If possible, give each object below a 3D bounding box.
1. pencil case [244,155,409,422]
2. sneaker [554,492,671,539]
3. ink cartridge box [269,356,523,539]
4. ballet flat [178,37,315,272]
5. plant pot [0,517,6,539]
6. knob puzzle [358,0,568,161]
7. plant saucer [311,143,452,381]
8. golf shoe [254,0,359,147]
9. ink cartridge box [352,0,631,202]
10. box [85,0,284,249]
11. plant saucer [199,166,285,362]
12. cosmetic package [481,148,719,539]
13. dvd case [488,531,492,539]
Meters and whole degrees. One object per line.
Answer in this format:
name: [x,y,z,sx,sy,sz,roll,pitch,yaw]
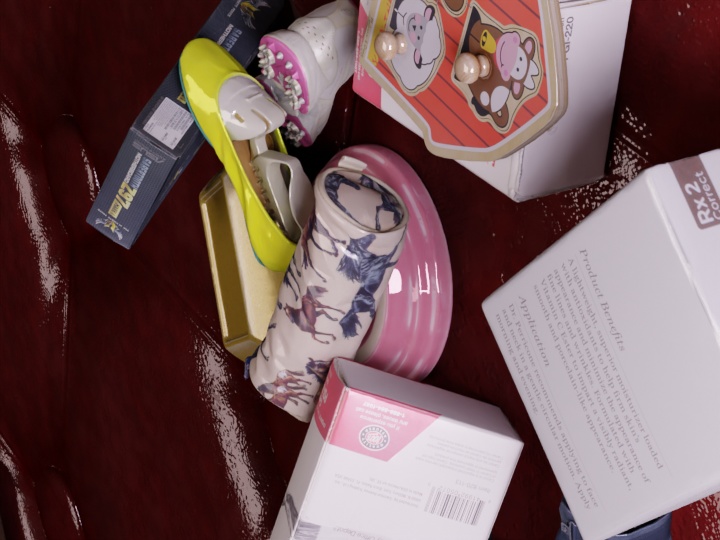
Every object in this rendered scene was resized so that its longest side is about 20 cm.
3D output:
pencil case: [-0.026,0.015,1.406,0.090,0.077,0.201,58,136,43]
sneaker: [0.199,0.206,1.237,0.202,0.077,0.147,45,141,42]
ink cartridge box: [0.016,0.186,1.386,0.083,0.146,0.201,-119,48,-73]
ballet flat: [-0.078,-0.095,1.453,0.067,0.067,0.201,-10,104,50]
plant pot: [-0.557,0.376,2.464,0.200,0.200,0.199,13,122,56]
knob puzzle: [0.063,-0.157,1.187,0.219,0.030,0.221,25,121,51]
plant saucer: [0.000,0.000,1.489,0.200,0.051,0.202,23,118,55]
golf shoe: [-0.035,-0.158,1.480,0.075,0.091,0.200,50,168,3]
ink cartridge box: [0.086,-0.157,1.259,0.200,0.084,0.146,41,134,46]
box: [-0.148,-0.133,1.553,0.051,0.200,0.158,34,145,-4]
plant saucer: [-0.097,-0.009,1.590,0.200,0.048,0.201,156,104,-77]
cosmetic package: [0.207,0.036,1.064,0.200,0.164,0.166,-41,68,57]
dvd case: [0.044,0.166,1.533,0.200,0.017,0.144,26,125,52]
